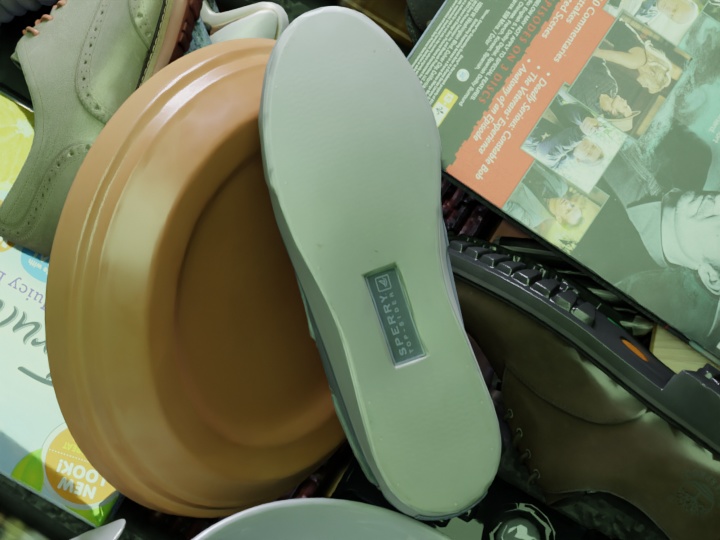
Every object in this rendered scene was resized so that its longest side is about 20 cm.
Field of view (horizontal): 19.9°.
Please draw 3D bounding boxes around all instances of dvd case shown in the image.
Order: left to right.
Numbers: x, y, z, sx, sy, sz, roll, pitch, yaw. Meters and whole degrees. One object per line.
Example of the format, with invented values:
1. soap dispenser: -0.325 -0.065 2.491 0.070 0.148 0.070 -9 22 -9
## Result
1. dvd case: 0.123 -0.063 0.831 0.200 0.022 0.146 34 92 0

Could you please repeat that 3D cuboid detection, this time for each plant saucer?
1. plant saucer: -0.041 0.006 0.841 0.037 0.200 0.201 14 71 41

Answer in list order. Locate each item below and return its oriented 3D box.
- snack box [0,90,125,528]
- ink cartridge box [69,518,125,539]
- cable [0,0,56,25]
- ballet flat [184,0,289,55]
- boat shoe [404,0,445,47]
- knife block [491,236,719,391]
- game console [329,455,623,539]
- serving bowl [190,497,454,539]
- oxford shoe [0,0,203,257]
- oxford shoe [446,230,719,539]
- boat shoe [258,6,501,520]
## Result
1. snack box: -0.162 0.001 0.886 0.200 0.053 0.143 29 85 0
2. ink cartridge box: -0.125 0.206 0.790 0.125 0.128 0.201 0 72 -39
3. cable: -0.186 -0.200 0.878 0.069 0.200 0.200 -29 79 3
4. ballet flat: -0.069 -0.123 0.909 0.074 0.074 0.201 -22 95 -8
5. boat shoe: 0.030 -0.136 0.940 0.199 0.070 0.067 18 93 -1
6. knife block: 0.160 0.021 0.880 0.200 0.064 0.176 -37 79 6
7. game console: 0.037 0.176 0.831 0.172 0.119 0.200 30 76 3
8. serving bowl: -0.009 0.187 0.747 0.199 0.066 0.201 17 50 -21
9. oxford shoe: -0.104 -0.101 0.840 0.074 0.071 0.201 11 82 0
10. oxford shoe: 0.079 0.050 0.827 0.200 0.073 0.085 37 104 26
11. boat shoe: 0.001 0.000 0.803 0.070 0.072 0.202 -13 86 -15
